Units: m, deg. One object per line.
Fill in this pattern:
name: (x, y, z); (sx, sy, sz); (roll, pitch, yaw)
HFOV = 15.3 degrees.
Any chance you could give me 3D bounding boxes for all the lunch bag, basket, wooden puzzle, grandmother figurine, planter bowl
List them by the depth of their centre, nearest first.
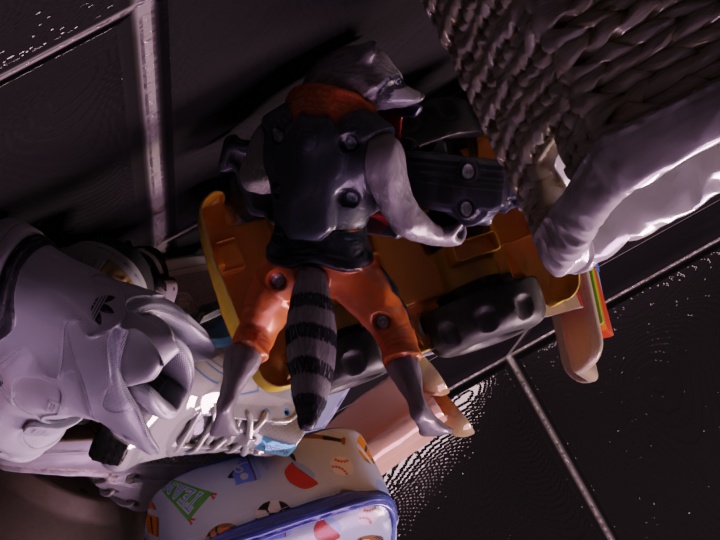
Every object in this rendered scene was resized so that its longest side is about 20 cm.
basket: (0.144, -0.121, 1.206); (0.199, 0.161, 0.198); (-29, 173, -9)
lunch bag: (-0.061, 0.185, 1.636); (0.159, 0.076, 0.201); (-18, 146, -17)
wooden puzzle: (0.132, -0.024, 1.717); (0.037, 0.186, 0.200); (-12, 174, 2)
grandmother figurine: (-0.027, 0.133, 1.732); (0.200, 0.122, 0.061); (-38, -154, -8)
planter bowl: (-0.211, 0.164, 1.739); (0.200, 0.200, 0.135); (-16, 139, -60)

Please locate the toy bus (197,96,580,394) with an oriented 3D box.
toy bus: (0.000, 0.000, 1.535); (0.199, 0.137, 0.192); (-18, 173, -17)

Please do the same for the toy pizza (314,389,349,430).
toy pizza: (-0.070, 0.100, 1.748); (0.200, 0.032, 0.200); (-45, 163, -18)

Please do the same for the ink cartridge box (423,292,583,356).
ink cartridge box: (0.062, -0.012, 1.652); (0.050, 0.110, 0.199); (-26, -175, -42)

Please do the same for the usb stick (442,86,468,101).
usb stick: (0.011, -0.059, 1.601); (0.199, 0.033, 0.055); (-31, 171, 14)

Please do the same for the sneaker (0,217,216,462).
sneaker: (-0.137, 0.057, 1.326); (0.075, 0.114, 0.200); (-60, 168, -27)

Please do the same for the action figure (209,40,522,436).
action figure: (0.009, -0.017, 1.301); (0.199, 0.195, 0.105); (-2, 175, 20)

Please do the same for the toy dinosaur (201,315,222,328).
toy dinosaur: (-0.093, 0.027, 1.710); (0.200, 0.077, 0.102); (-44, -174, 18)

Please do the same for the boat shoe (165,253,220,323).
boat shoe: (-0.146, 0.046, 1.577); (0.201, 0.065, 0.074); (-23, 170, -42)

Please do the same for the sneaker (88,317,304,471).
sneaker: (-0.077, 0.078, 1.539); (0.075, 0.087, 0.200); (-55, 167, 33)

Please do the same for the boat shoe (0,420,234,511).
boat shoe: (-0.132, 0.113, 1.601); (0.199, 0.070, 0.071); (0, -157, -23)

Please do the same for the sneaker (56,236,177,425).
sneaker: (-0.137, 0.010, 1.433); (0.088, 0.076, 0.200); (-49, 179, -23)
